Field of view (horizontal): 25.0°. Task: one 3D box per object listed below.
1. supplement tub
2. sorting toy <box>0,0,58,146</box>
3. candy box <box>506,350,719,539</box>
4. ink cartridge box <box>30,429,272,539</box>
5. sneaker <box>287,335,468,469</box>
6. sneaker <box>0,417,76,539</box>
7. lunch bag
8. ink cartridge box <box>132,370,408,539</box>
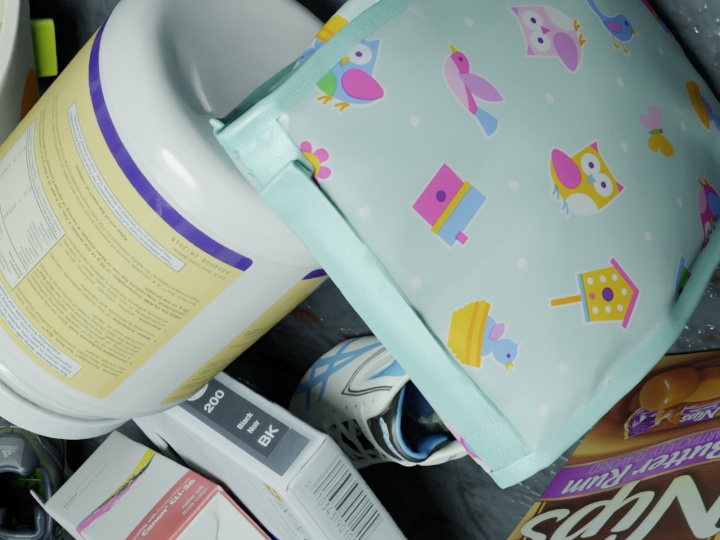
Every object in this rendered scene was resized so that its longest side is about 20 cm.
[{"bbox_3d":[-0.094,-0.023,0.728,0.145,0.145,0.200,48,128,-3],"label":"supplement tub"},{"bbox_3d":[-0.220,-0.155,0.836,0.200,0.107,0.181,29,127,30],"label":"sorting toy"},{"bbox_3d":[0.131,0.106,0.664,0.116,0.200,0.057,-11,116,44],"label":"candy box"},{"bbox_3d":[-0.109,0.163,0.954,0.117,0.068,0.200,50,162,-25],"label":"ink cartridge box"},{"bbox_3d":[0.016,0.072,0.835,0.072,0.072,0.200,52,141,-10],"label":"sneaker"},{"bbox_3d":[-0.223,0.158,1.081,0.074,0.081,0.201,-1,134,2],"label":"sneaker"},{"bbox_3d":[0.047,-0.034,0.617,0.122,0.200,0.171,-29,103,44],"label":"lunch bag"},{"bbox_3d":[-0.048,0.120,0.891,0.200,0.043,0.198,26,157,43],"label":"ink cartridge box"}]
